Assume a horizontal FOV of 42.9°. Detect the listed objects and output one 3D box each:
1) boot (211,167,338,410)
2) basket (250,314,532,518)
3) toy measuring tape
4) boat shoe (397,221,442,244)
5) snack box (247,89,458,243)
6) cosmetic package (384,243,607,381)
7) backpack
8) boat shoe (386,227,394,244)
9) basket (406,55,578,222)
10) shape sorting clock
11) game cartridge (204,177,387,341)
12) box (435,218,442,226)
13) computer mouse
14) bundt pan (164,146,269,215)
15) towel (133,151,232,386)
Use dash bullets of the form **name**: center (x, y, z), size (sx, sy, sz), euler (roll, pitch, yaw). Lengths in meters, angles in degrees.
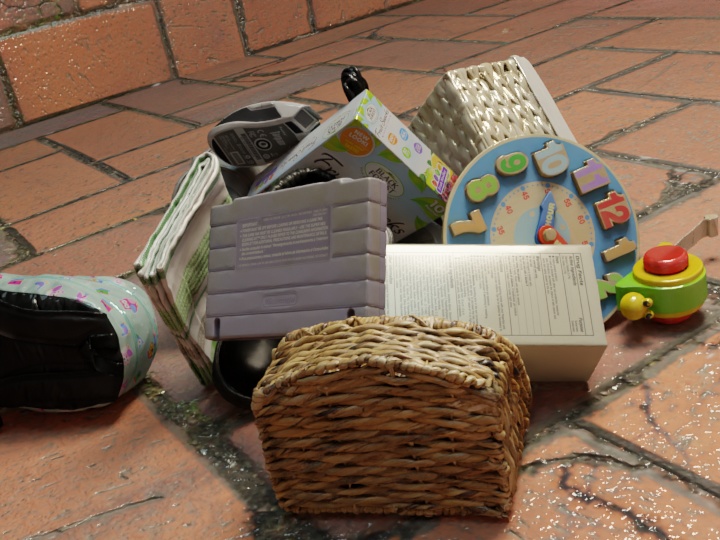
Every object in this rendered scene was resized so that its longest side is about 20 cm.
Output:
- **boot**: center (-0.081, 0.012, 0.894), size (0.078, 0.159, 0.213), euler (18, 45, -4)
- **basket**: center (0.028, 0.092, 0.725), size (0.196, 0.145, 0.149), euler (-4, 25, 20)
- **toy measuring tape**: center (0.318, -0.002, 0.886), size (0.199, 0.075, 0.073), euler (-31, 28, -35)
- **boat shoe**: center (0.070, -0.030, 1.048), size (0.066, 0.075, 0.199), euler (-8, 8, -21)
- **snack box**: center (-0.013, -0.084, 0.974), size (0.199, 0.142, 0.054), euler (-29, 31, 43)
- **cosmetic package**: center (0.104, 0.037, 0.800), size (0.196, 0.074, 0.105), euler (2, 58, -2)
- **backpack**: center (-0.315, 0.071, 0.957), size (0.196, 0.170, 0.127), euler (0, 20, 15)
- **boat shoe**: center (0.000, 0.000, 0.968), size (0.065, 0.071, 0.200), euler (-6, -24, -25)
- **basket**: center (0.148, -0.115, 1.006), size (0.122, 0.203, 0.136), euler (-11, -23, -31)
- **shape sorting clock**: center (0.175, -0.032, 0.879), size (0.197, 0.203, 0.039), euler (-18, -5, -13)
- **game cartridge**: center (-0.059, -0.007, 0.798), size (0.198, 0.132, 0.038), euler (-5, -15, 40)
- **box**: center (0.012, -0.080, 1.094), size (0.140, 0.200, 0.037), euler (-6, 63, 19)
- **computer mouse**: center (-0.073, -0.159, 0.983), size (0.196, 0.110, 0.045), euler (-6, 56, 19)
- **bundt pan**: center (-0.146, -0.040, 1.078), size (0.075, 0.205, 0.202), euler (13, 31, 23)
- **towel**: center (-0.147, 0.004, 0.906), size (0.030, 0.201, 0.151), euler (11, 56, 20)
